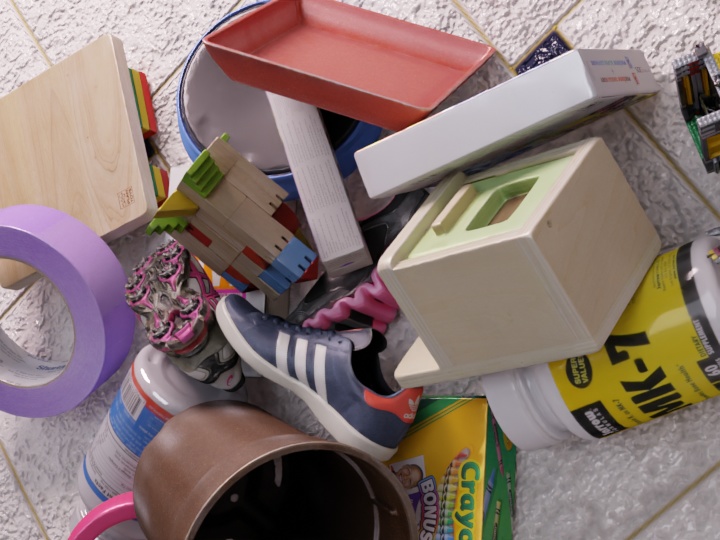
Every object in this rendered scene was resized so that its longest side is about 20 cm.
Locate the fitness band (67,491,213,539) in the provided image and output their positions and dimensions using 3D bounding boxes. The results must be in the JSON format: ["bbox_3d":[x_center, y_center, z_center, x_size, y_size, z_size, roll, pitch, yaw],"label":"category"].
[{"bbox_3d":[-0.196,0.288,1.302,0.037,0.143,0.201,-122,29,-68],"label":"fitness band"}]

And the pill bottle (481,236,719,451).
[{"bbox_3d":[0.200,0.062,1.124,0.200,0.114,0.115,-25,68,26],"label":"pill bottle"}]

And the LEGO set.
[{"bbox_3d":[0.310,-0.099,1.068,0.153,0.116,0.200,-14,70,12],"label":"LEGO set"}]

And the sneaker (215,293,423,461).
[{"bbox_3d":[-0.030,0.067,1.220,0.200,0.075,0.085,39,103,17],"label":"sneaker"}]

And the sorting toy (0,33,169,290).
[{"bbox_3d":[-0.287,-0.103,1.493,0.198,0.070,0.200,-25,68,26],"label":"sorting toy"}]

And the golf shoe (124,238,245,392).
[{"bbox_3d":[-0.156,0.043,1.319,0.073,0.092,0.200,-37,31,3],"label":"golf shoe"}]

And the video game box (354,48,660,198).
[{"bbox_3d":[0.120,-0.119,1.171,0.200,0.182,0.047,-23,85,26],"label":"video game box"}]

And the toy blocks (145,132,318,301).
[{"bbox_3d":[-0.099,-0.033,1.266,0.137,0.200,0.100,39,71,-5],"label":"toy blocks"}]

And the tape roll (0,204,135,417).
[{"bbox_3d":[-0.322,0.040,1.431,0.200,0.066,0.201,7,112,18],"label":"tape roll"}]

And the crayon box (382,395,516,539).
[{"bbox_3d":[0.062,0.205,1.214,0.119,0.058,0.201,-3,78,32],"label":"crayon box"}]

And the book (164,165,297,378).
[{"bbox_3d":[-0.129,0.000,1.391,0.133,0.048,0.201,-1,83,33],"label":"book"}]

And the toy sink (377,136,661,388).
[{"bbox_3d":[0.099,-0.006,1.104,0.200,0.130,0.112,-15,116,44],"label":"toy sink"}]

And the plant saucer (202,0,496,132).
[{"bbox_3d":[-0.006,-0.175,1.243,0.200,0.200,0.037,18,118,14],"label":"plant saucer"}]

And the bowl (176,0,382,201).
[{"bbox_3d":[-0.074,-0.160,1.345,0.200,0.039,0.201,-4,68,10],"label":"bowl"}]

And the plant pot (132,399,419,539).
[{"bbox_3d":[-0.085,0.205,1.188,0.198,0.200,0.201,26,95,62],"label":"plant pot"}]

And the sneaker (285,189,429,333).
[{"bbox_3d":[0.000,0.000,1.296,0.200,0.079,0.095,-40,53,12],"label":"sneaker"}]

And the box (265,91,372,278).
[{"bbox_3d":[-0.040,-0.091,1.266,0.041,0.039,0.200,-21,66,3],"label":"box"}]

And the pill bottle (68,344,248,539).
[{"bbox_3d":[-0.191,0.172,1.341,0.112,0.112,0.200,47,120,30],"label":"pill bottle"}]
